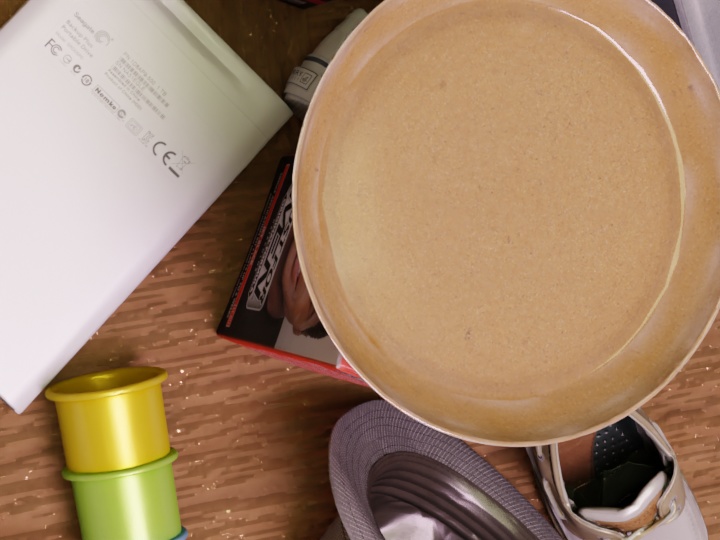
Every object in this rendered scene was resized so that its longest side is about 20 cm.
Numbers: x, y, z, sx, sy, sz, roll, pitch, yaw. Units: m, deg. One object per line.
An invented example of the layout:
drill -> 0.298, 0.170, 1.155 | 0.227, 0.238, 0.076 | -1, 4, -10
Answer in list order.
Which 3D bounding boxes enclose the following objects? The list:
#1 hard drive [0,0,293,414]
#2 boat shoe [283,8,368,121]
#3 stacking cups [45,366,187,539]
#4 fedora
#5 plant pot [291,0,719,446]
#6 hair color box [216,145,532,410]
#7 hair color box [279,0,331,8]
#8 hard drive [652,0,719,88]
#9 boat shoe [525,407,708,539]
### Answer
hard drive -> -0.145, -0.049, 0.953 | 0.132, 0.027, 0.200 | 45, 78, -15
boat shoe -> 0.057, -0.054, 0.994 | 0.200, 0.074, 0.067 | 39, 82, -15
stacking cups -> -0.109, 0.150, 0.961 | 0.060, 0.060, 0.201 | -10, 100, -18
fedora -> 0.038, 0.168, 0.972 | 0.200, 0.177, 0.090 | 43, 113, 5
plant pot -> 0.063, -0.029, 0.812 | 0.199, 0.027, 0.201 | 0, 91, -20
hair color box -> 0.000, 0.000, 0.911 | 0.061, 0.200, 0.102 | 21, 84, -19
hair color box -> -0.034, -0.168, 0.894 | 0.099, 0.200, 0.061 | 14, 87, -18
hard drive -> 0.190, -0.144, 0.991 | 0.140, 0.033, 0.200 | -57, 141, -27
boat shoe -> 0.126, 0.109, 1.003 | 0.075, 0.068, 0.200 | -34, 120, 4
